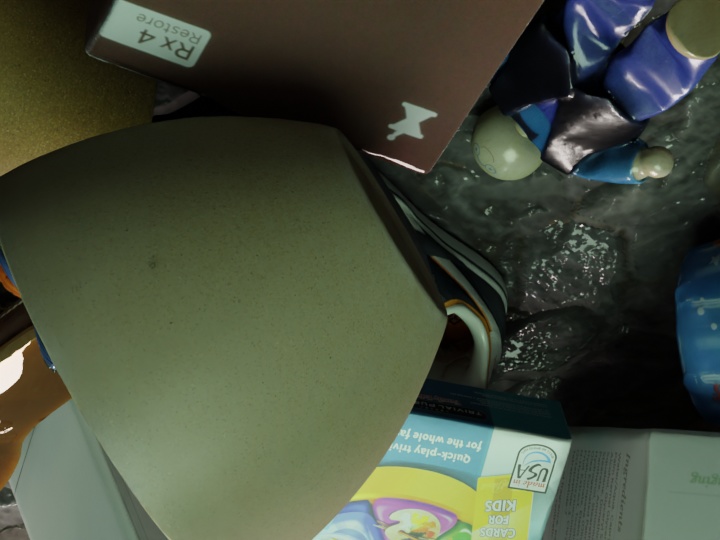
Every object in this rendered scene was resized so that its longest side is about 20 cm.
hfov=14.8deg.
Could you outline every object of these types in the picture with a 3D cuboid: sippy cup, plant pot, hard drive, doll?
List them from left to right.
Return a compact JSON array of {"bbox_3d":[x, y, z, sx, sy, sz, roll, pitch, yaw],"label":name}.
[{"bbox_3d":[-0.205,-0.097,1.311,0.199,0.187,0.187,7,136,-26],"label":"plant pot"},{"bbox_3d":[-0.145,0.149,1.525,0.027,0.200,0.132,-6,140,-28],"label":"hard drive"},{"bbox_3d":[-0.044,0.013,1.147,0.134,0.201,0.200,-31,130,5],"label":"plant pot"},{"bbox_3d":[0.107,-0.099,1.351,0.136,0.048,0.200,46,150,1],"label":"doll"},{"bbox_3d":[0.238,0.029,1.461,0.130,0.140,0.179,-6,112,21],"label":"sippy cup"}]

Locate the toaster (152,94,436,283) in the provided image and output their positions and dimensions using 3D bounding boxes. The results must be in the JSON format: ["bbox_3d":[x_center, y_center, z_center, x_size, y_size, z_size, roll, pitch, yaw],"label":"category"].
[{"bbox_3d":[-0.038,-0.018,1.342,0.113,0.200,0.129,-33,117,6],"label":"toaster"}]

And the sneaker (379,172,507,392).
[{"bbox_3d":[0.000,0.000,1.460,0.200,0.080,0.078,30,129,-25],"label":"sneaker"}]

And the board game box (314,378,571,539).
[{"bbox_3d":[0.013,0.154,1.479,0.150,0.047,0.201,10,114,-10],"label":"board game box"}]

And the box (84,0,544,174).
[{"bbox_3d":[-0.009,-0.185,1.187,0.165,0.201,0.164,18,132,-19],"label":"box"}]

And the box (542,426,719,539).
[{"bbox_3d":[0.208,0.189,1.497,0.198,0.201,0.171,6,177,-14],"label":"box"}]

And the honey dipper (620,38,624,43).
[{"bbox_3d":[0.135,-0.160,1.333,0.038,0.038,0.200,7,139,-7],"label":"honey dipper"}]

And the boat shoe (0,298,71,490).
[{"bbox_3d":[-0.202,0.057,1.511,0.070,0.071,0.200,3,146,-36],"label":"boat shoe"}]

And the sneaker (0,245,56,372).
[{"bbox_3d":[-0.145,-0.009,1.383,0.075,0.200,0.079,-25,123,-20],"label":"sneaker"}]
